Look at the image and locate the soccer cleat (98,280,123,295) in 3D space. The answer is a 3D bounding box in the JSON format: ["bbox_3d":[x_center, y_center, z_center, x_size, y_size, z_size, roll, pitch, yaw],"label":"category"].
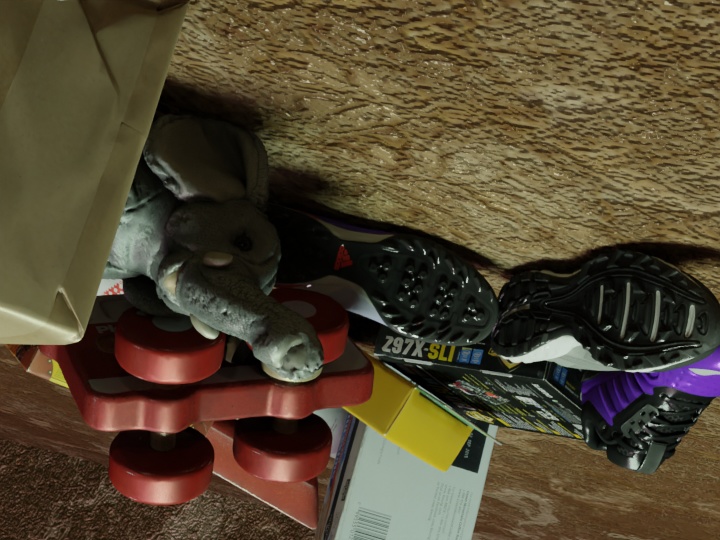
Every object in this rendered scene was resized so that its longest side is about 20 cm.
[{"bbox_3d":[-0.220,-0.009,1.076,0.085,0.069,0.200,18,169,-22],"label":"soccer cleat"}]

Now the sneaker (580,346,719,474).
[{"bbox_3d":[0.219,0.097,0.942,0.069,0.100,0.200,18,164,-14],"label":"sneaker"}]

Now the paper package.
[{"bbox_3d":[-0.202,-0.066,0.644,0.103,0.192,0.199,27,161,-39],"label":"paper package"}]

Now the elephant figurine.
[{"bbox_3d":[-0.106,-0.021,0.774,0.199,0.156,0.142,17,161,-3],"label":"elephant figurine"}]

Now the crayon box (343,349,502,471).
[{"bbox_3d":[0.013,0.107,1.142,0.200,0.052,0.126,30,175,36],"label":"crayon box"}]

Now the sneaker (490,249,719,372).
[{"bbox_3d":[0.167,0.031,0.852,0.079,0.074,0.200,13,173,-26],"label":"sneaker"}]

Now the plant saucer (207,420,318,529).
[{"bbox_3d":[-0.122,0.171,1.431,0.199,0.037,0.200,32,-163,-14],"label":"plant saucer"}]

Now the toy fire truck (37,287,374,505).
[{"bbox_3d":[-0.101,0.055,0.863,0.199,0.113,0.168,-5,-152,-25],"label":"toy fire truck"}]

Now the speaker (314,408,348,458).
[{"bbox_3d":[-0.083,0.136,1.398,0.199,0.082,0.081,26,161,-32],"label":"speaker"}]

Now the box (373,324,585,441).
[{"bbox_3d":[0.128,0.092,1.111,0.159,0.050,0.200,8,162,35],"label":"box"}]

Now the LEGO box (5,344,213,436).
[{"bbox_3d":[-0.237,0.071,1.254,0.200,0.077,0.149,28,-178,-35],"label":"LEGO box"}]

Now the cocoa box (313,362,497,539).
[{"bbox_3d":[0.044,0.210,1.306,0.133,0.201,0.131,18,165,-9],"label":"cocoa box"}]

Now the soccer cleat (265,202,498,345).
[{"bbox_3d":[0.000,0.000,0.919,0.199,0.069,0.073,17,-179,-2],"label":"soccer cleat"}]
